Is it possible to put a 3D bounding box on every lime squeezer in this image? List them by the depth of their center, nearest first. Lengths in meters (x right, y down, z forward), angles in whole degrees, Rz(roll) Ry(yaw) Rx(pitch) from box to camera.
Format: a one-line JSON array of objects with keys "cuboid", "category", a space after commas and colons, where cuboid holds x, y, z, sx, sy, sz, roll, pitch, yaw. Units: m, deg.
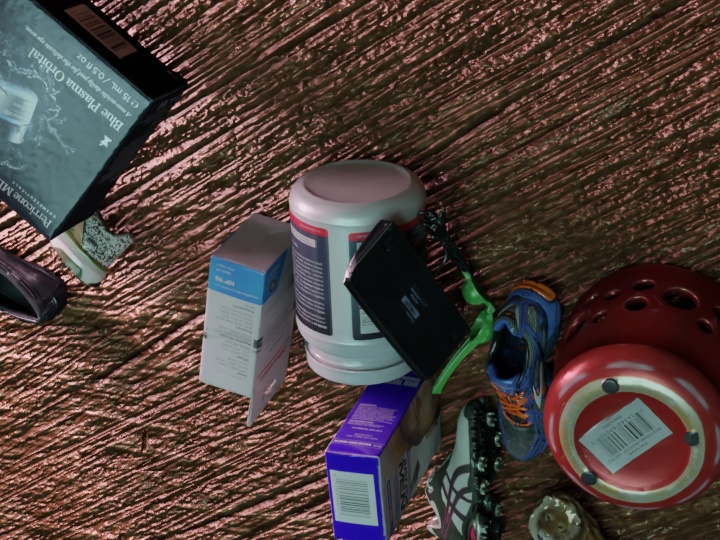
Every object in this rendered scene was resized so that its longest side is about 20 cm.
[{"cuboid": [0.108, 0.036, 1.481, 0.070, 0.038, 0.201, 4, 116, 16], "category": "lime squeezer"}]

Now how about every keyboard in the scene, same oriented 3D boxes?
[{"cuboid": [0.060, 0.015, 1.396, 0.021, 0.127, 0.200, 31, 165, 42], "category": "keyboard"}]

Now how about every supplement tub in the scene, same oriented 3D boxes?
[{"cuboid": [0.000, 0.000, 1.446, 0.139, 0.140, 0.201, 8, 118, 18], "category": "supplement tub"}]

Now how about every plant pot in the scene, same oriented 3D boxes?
[{"cuboid": [0.281, 0.121, 1.373, 0.199, 0.183, 0.202, 9, 121, 16], "category": "plant pot"}]

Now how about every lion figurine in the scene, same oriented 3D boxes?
[{"cuboid": [0.266, 0.324, 1.559, 0.199, 0.073, 0.123, 25, 116, -8], "category": "lion figurine"}]

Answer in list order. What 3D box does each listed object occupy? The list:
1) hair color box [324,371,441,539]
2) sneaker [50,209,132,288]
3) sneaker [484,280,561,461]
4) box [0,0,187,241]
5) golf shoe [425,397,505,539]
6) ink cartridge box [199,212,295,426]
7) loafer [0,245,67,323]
[{"cuboid": [0.028, 0.186, 1.495, 0.064, 0.200, 0.110, 4, 117, 18], "category": "hair color box"}, {"cuboid": [-0.332, -0.082, 1.598, 0.088, 0.077, 0.200, -38, 98, 1], "category": "sneaker"}, {"cuboid": [0.161, 0.111, 1.468, 0.075, 0.078, 0.201, 13, 119, 36], "category": "sneaker"}, {"cuboid": [-0.325, -0.176, 1.479, 0.196, 0.117, 0.200, 40, 111, -2], "category": "box"}, {"cuboid": [0.110, 0.230, 1.562, 0.088, 0.077, 0.201, 11, 119, 25], "category": "golf shoe"}, {"cuboid": [-0.120, 0.055, 1.538, 0.066, 0.116, 0.201, 17, 120, 13], "category": "ink cartridge box"}, {"cuboid": [-0.444, 0.004, 1.671, 0.199, 0.070, 0.068, 25, 122, 8], "category": "loafer"}]
